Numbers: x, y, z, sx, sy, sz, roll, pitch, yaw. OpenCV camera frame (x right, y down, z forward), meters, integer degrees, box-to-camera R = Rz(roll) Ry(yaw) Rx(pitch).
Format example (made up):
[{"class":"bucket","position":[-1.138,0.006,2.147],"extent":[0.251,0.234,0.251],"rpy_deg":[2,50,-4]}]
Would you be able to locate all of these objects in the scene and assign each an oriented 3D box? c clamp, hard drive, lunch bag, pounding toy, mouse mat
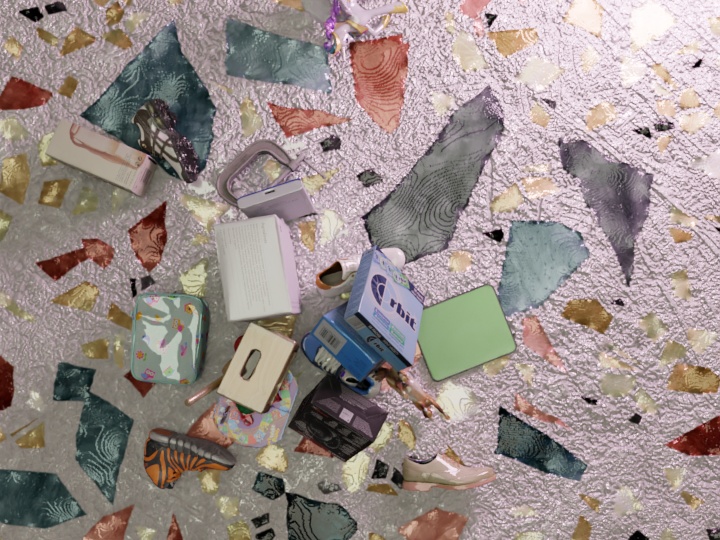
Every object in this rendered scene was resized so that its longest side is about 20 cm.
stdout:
[{"class":"c clamp","position":[-0.203,-0.199,1.712],"extent":[0.200,0.027,0.171],"rpy_deg":[-41,76,-12]},{"class":"hard drive","position":[-0.170,-0.134,1.644],"extent":[0.132,0.200,0.025],"rpy_deg":[-18,81,0]},{"class":"lunch bag","position":[-0.410,0.139,1.702],"extent":[0.160,0.077,0.200],"rpy_deg":[4,88,2]},{"class":"pounding toy","position":[-0.232,0.208,1.611],"extent":[0.142,0.184,0.200],"rpy_deg":[25,81,2]},{"class":"mouse mat","position":[0.221,0.134,1.726],"extent":[0.200,0.008,0.161],"rpy_deg":[-21,88,-1]}]

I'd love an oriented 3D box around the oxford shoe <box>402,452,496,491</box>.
[{"class":"oxford shoe","position":[0.186,0.423,1.686],"extent":[0.200,0.071,0.074],"rpy_deg":[-4,85,1]}]

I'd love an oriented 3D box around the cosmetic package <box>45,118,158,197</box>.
[{"class":"cosmetic package","position":[-0.549,-0.238,1.704],"extent":[0.200,0.103,0.087],"rpy_deg":[23,87,0]}]

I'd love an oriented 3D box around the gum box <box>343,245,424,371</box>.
[{"class":"gum box","position":[0.052,0.074,1.608],"extent":[0.045,0.200,0.170],"rpy_deg":[-27,120,33]}]

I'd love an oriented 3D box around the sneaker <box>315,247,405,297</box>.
[{"class":"sneaker","position":[0.000,0.000,1.690],"extent":[0.200,0.085,0.073],"rpy_deg":[-23,69,-1]}]

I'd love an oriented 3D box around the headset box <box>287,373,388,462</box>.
[{"class":"headset box","position":[-0.052,0.309,1.637],"extent":[0.149,0.200,0.077],"rpy_deg":[33,59,-2]}]

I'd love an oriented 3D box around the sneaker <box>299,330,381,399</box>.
[{"class":"sneaker","position":[-0.042,0.194,1.658],"extent":[0.200,0.146,0.081],"rpy_deg":[36,89,2]}]

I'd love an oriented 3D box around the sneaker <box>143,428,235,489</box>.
[{"class":"sneaker","position":[-0.368,0.416,1.700],"extent":[0.200,0.078,0.112],"rpy_deg":[15,93,12]}]

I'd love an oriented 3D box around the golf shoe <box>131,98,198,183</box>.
[{"class":"golf shoe","position":[-0.422,-0.268,1.726],"extent":[0.094,0.078,0.200],"rpy_deg":[-28,86,17]}]

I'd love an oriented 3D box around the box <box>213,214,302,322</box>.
[{"class":"box","position":[-0.206,0.001,1.640],"extent":[0.130,0.199,0.200],"rpy_deg":[-9,86,2]}]

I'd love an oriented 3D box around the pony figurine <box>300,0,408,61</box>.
[{"class":"pony figurine","position":[-0.029,-0.564,1.695],"extent":[0.200,0.167,0.193],"rpy_deg":[-37,96,-16]}]

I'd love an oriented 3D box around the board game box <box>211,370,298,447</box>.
[{"class":"board game box","position":[-0.227,0.283,1.711],"extent":[0.158,0.039,0.200],"rpy_deg":[19,89,2]}]

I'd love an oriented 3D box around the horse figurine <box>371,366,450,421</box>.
[{"class":"horse figurine","position":[0.102,0.249,1.635],"extent":[0.200,0.133,0.050],"rpy_deg":[40,87,-17]}]

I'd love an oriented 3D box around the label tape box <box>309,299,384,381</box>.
[{"class":"label tape box","position":[0.010,0.129,1.652],"extent":[0.144,0.200,0.063],"rpy_deg":[43,120,12]}]
